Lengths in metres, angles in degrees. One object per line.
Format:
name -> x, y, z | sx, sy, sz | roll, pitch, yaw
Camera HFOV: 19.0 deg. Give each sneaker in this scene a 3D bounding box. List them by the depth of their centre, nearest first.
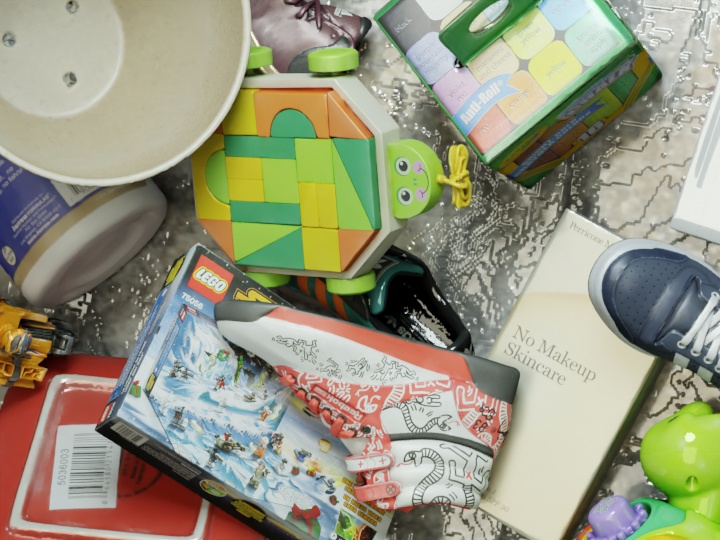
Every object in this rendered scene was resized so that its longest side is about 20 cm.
sneaker -> 0.235, 0.052, 1.323 | 0.200, 0.108, 0.070 | 35, 92, -25
sneaker -> -0.005, 0.089, 1.354 | 0.200, 0.067, 0.109 | 15, 88, -8
sneaker -> 0.000, 0.000, 1.438 | 0.200, 0.080, 0.071 | 40, 67, 8
sneaker -> -0.049, -0.195, 1.479 | 0.115, 0.076, 0.201 | 1, 99, 9

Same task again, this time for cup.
cup -> -0.185, -0.151, 1.373 | 0.199, 0.143, 0.202 | 0, 89, -20

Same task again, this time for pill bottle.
pill bottle -> -0.237, -0.086, 1.492 | 0.120, 0.120, 0.200 | -41, 79, 10

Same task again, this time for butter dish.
butter dish -> -0.151, 0.170, 1.455 | 0.198, 0.148, 0.201 | 5, 49, 6

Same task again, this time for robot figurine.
robot figurine -> -0.286, 0.034, 1.468 | 0.199, 0.145, 0.059 | 20, 96, 45

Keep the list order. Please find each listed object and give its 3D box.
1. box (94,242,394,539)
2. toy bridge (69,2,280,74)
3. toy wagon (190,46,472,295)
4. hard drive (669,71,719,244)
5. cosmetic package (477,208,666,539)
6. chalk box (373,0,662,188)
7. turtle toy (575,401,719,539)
box -> -0.057, 0.093, 1.388 | 0.200, 0.040, 0.137 | 35, 57, -17
toy bridge -> -0.117, -0.167, 1.446 | 0.200, 0.027, 0.067 | 34, 113, 21
toy wagon -> -0.023, -0.062, 1.366 | 0.199, 0.039, 0.156 | 5, 106, 35
hard drive -> 0.316, -0.059, 1.397 | 0.199, 0.027, 0.133 | 19, 92, 15
cosmetic package -> 0.136, 0.071, 1.415 | 0.103, 0.073, 0.201 | 28, 96, 13
chalk box -> 0.100, -0.144, 1.366 | 0.124, 0.200, 0.124 | -38, 80, 10
turtle toy -> 0.191, 0.181, 1.367 | 0.101, 0.145, 0.201 | 39, 106, 35
